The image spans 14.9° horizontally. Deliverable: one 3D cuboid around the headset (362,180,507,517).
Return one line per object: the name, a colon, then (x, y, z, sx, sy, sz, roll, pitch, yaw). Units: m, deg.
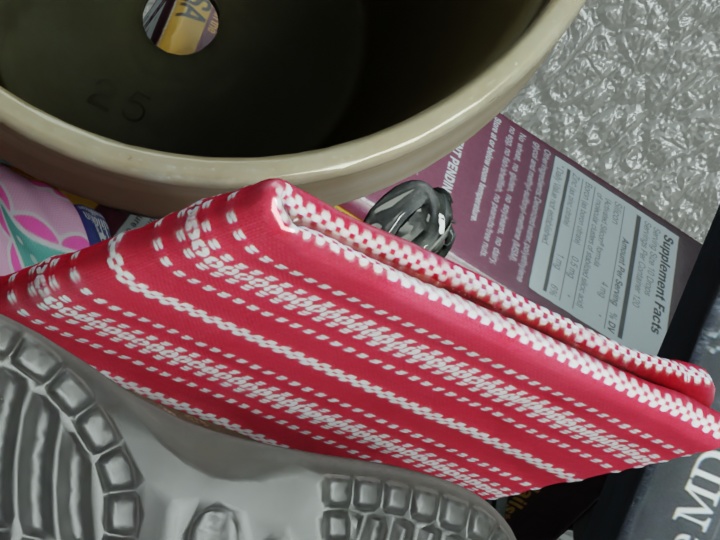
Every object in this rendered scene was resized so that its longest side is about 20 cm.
headset: (-0.005, 0.031, 0.752, 0.124, 0.094, 0.200, 48, -4, 14)

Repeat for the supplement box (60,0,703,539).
supplement box: (0.000, 0.000, 0.877, 0.200, 0.110, 0.086, 32, 37, -13)

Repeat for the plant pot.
plant pot: (-0.042, -0.094, 0.715, 0.199, 0.201, 0.174, 21, -16, -2)

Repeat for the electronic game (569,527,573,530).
electronic game: (0.065, 0.041, 1.005, 0.199, 0.042, 0.200, 13, -31, 8)

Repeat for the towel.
towel: (-0.038, 0.028, 0.610, 0.144, 0.023, 0.200, 24, -29, -39)

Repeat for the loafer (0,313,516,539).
loafer: (-0.064, 0.056, 0.558, 0.199, 0.073, 0.071, 22, -14, -26)

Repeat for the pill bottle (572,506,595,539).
pill bottle: (0.181, 0.098, 0.935, 0.199, 0.113, 0.113, 20, 4, -27)

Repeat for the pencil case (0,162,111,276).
pencil case: (-0.150, -0.001, 0.684, 0.087, 0.088, 0.200, 24, 3, 38)

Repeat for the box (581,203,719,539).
box: (0.176, 0.062, 0.772, 0.199, 0.197, 0.117, 22, 5, 2)

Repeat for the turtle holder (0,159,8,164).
turtle holder: (-0.142, -0.083, 0.935, 0.185, 0.142, 0.132, 3, 16, -25)
